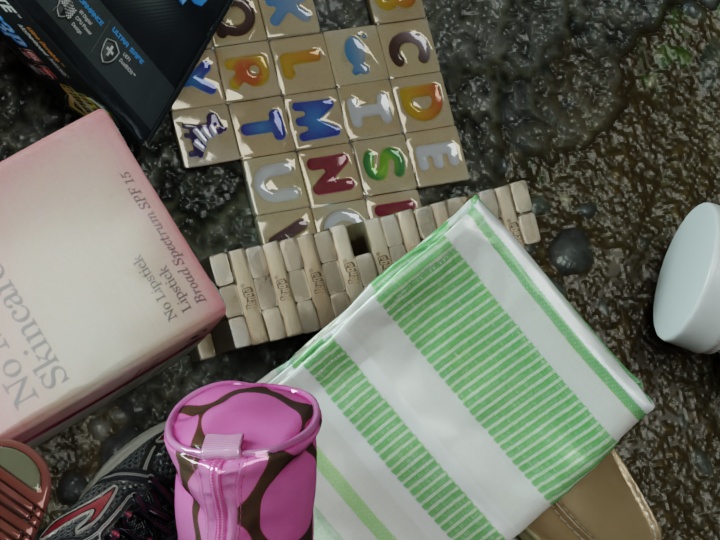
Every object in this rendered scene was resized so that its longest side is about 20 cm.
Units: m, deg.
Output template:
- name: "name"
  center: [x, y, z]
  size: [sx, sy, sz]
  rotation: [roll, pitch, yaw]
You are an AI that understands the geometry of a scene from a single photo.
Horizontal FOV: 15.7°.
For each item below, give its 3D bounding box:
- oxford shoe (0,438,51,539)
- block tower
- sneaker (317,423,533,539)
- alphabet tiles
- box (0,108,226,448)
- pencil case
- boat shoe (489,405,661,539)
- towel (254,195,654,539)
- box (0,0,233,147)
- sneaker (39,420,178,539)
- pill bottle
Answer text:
- name: "oxford shoe"
  center: [-0.214, 0.169, 1.259]
  size: [0.070, 0.075, 0.200]
  rotation: [36, 86, 13]
- name: "block tower"
  center: [0.000, 0.000, 1.429]
  size: [0.199, 0.058, 0.054]
  rotation: [-15, 88, -20]
- name: "sneaker"
  center: [0.030, 0.099, 1.415]
  size: [0.199, 0.077, 0.086]
  rotation: [28, 58, -17]
- name: "alphabet tiles"
  center: [-0.030, -0.101, 1.480]
  size: [0.166, 0.008, 0.201]
  rotation: [-10, 77, -21]
- name: "box"
  center: [-0.190, 0.027, 1.333]
  size: [0.199, 0.109, 0.128]
  rotation: [-31, 86, -24]
- name: "pencil case"
  center: [-0.064, 0.159, 1.296]
  size: [0.090, 0.094, 0.201]
  rotation: [11, 109, 23]
- name: "boat shoe"
  center: [0.093, 0.083, 1.374]
  size: [0.200, 0.064, 0.071]
  rotation: [47, 49, -3]
- name: "towel"
  center: [0.032, 0.081, 1.336]
  size: [0.200, 0.023, 0.153]
  rotation: [-42, 94, 5]
- name: "box"
  center: [-0.140, -0.186, 1.377]
  size: [0.159, 0.046, 0.200]
  rotation: [-61, 140, -20]
- name: "sneaker"
  center: [-0.125, 0.151, 1.338]
  size: [0.081, 0.075, 0.200]
  rotation: [45, 66, -2]
- name: "pill bottle"
  center: [0.273, 0.030, 1.486]
  size: [0.199, 0.111, 0.112]
  rotation: [18, 70, -13]
